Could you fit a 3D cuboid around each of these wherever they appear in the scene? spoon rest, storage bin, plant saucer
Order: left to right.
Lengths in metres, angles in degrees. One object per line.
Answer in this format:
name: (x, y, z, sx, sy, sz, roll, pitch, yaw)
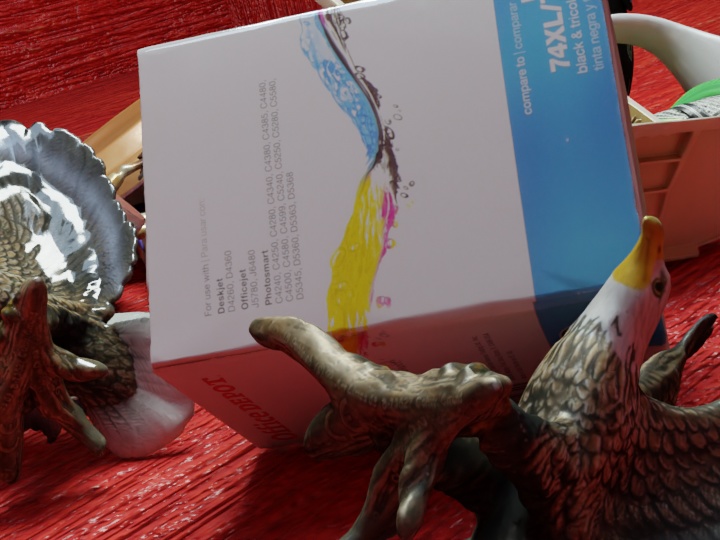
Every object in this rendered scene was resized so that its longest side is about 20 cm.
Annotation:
plant saucer: (-0.192, -0.094, 1.229, 0.199, 0.038, 0.200, -34, 16, 11)
storage bin: (0.095, -0.089, 0.902, 0.197, 0.095, 0.200, -8, 34, -29)
spoon rest: (0.236, -0.129, 1.057, 0.198, 0.061, 0.100, 18, -30, -6)

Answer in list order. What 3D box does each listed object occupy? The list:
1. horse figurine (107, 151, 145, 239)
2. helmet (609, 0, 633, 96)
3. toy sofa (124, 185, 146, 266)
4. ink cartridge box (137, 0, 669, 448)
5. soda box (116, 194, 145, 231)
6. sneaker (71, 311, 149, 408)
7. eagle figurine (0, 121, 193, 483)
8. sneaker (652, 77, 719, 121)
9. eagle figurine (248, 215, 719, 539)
horse figurine: (-0.080, -0.042, 1.012, 0.132, 0.050, 0.200, -29, 52, -14)
helmet: (0.105, -0.151, 1.164, 0.198, 0.192, 0.201, -1, 46, 1)
toy sofa: (-0.135, -0.049, 1.164, 0.082, 0.099, 0.200, -16, 13, -10)
ink cartridge box: (0.022, -0.021, 0.667, 0.198, 0.148, 0.147, -10, -20, 11)
soda box: (-0.191, -0.017, 1.008, 0.069, 0.063, 0.200, -52, 7, -11)
sneaker: (-0.200, 0.035, 0.890, 0.198, 0.089, 0.075, -7, 12, 16)
eagle figurine: (-0.181, 0.018, 0.786, 0.150, 0.152, 0.200, -22, 21, -9)
sneaker: (0.198, -0.067, 1.008, 0.199, 0.079, 0.085, -14, 16, 38)
eagle figurine: (0.086, 0.057, 0.506, 0.199, 0.151, 0.153, 14, 39, -36)
